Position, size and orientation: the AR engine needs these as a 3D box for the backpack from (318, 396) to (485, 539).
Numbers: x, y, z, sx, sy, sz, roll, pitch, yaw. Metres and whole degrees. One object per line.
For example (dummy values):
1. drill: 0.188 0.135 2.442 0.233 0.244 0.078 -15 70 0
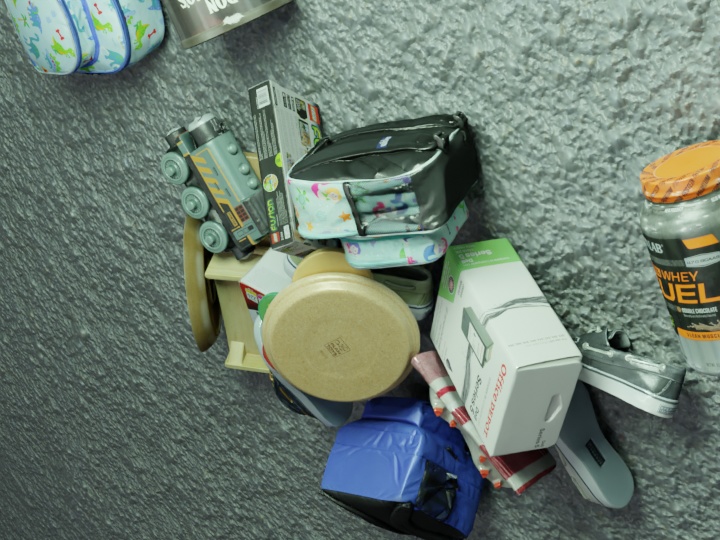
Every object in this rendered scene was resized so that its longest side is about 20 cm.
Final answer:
1. backpack: 0.078 0.272 1.490 0.161 0.169 0.200 6 155 43

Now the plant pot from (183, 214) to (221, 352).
1. plant pot: -0.226 0.017 1.615 0.027 0.201 0.202 -5 123 0

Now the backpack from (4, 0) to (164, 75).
1. backpack: -0.370 -0.348 1.491 0.198 0.147 0.185 8 125 37

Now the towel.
1. towel: 0.153 0.174 1.347 0.023 0.144 0.200 -45 73 20

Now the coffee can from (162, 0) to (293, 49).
1. coffee can: -0.181 -0.377 1.283 0.146 0.146 0.202 -8 112 47

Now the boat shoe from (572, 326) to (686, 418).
1. boat shoe: 0.274 0.095 1.246 0.199 0.071 0.068 27 101 47

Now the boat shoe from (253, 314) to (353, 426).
1. boat shoe: -0.096 0.129 1.462 0.090 0.071 0.201 4 136 49

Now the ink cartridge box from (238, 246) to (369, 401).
1. ink cartridge box: -0.048 0.082 1.503 0.199 0.084 0.176 26 149 30

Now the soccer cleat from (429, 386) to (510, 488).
1. soccer cleat: 0.157 0.201 1.441 0.069 0.078 0.200 -28 118 23

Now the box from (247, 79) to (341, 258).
1. box: -0.077 -0.116 1.331 0.034 0.110 0.202 -17 73 27

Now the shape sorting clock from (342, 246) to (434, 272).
1. shape sorting clock: 0.005 -0.049 1.404 0.198 0.039 0.202 17 129 22

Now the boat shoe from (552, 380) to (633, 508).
1. boat shoe: 0.249 0.198 1.347 0.203 0.075 0.086 55 151 -12

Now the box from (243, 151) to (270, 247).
1. box: -0.104 -0.080 1.519 0.199 0.021 0.165 10 125 39

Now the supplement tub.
1. supplement tub: 0.340 -0.012 1.055 0.122 0.122 0.202 -6 113 46

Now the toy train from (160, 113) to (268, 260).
1. toy train: -0.185 -0.113 1.499 0.113 0.085 0.201 -25 98 37

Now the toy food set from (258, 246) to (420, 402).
1. toy food set: -0.027 0.078 1.339 0.199 0.049 0.198 36 120 -19

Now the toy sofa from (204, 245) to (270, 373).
1. toy sofa: -0.159 0.046 1.616 0.082 0.098 0.201 6 132 12

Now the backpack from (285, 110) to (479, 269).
1. backpack: 0.023 -0.091 1.246 0.198 0.178 0.152 0 116 22

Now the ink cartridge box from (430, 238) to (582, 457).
1. ink cartridge box: 0.159 0.085 1.261 0.201 0.083 0.147 -115 25 -45

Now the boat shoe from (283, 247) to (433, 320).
1. boat shoe: 0.000 0.000 1.381 0.198 0.072 0.063 16 125 12
